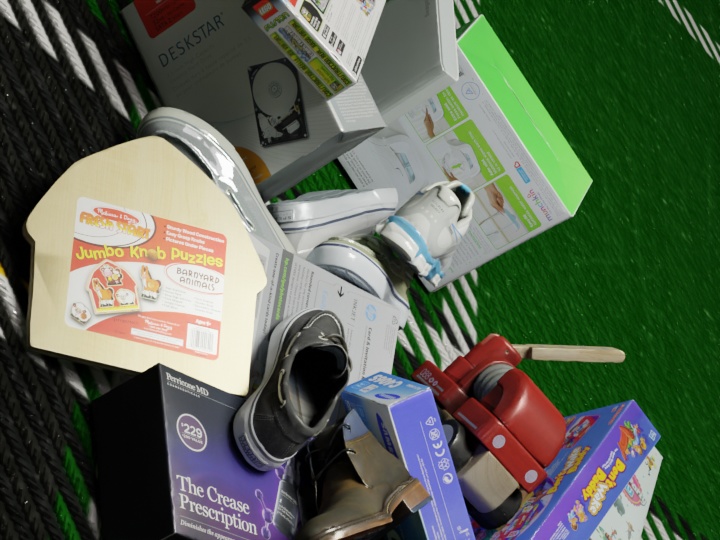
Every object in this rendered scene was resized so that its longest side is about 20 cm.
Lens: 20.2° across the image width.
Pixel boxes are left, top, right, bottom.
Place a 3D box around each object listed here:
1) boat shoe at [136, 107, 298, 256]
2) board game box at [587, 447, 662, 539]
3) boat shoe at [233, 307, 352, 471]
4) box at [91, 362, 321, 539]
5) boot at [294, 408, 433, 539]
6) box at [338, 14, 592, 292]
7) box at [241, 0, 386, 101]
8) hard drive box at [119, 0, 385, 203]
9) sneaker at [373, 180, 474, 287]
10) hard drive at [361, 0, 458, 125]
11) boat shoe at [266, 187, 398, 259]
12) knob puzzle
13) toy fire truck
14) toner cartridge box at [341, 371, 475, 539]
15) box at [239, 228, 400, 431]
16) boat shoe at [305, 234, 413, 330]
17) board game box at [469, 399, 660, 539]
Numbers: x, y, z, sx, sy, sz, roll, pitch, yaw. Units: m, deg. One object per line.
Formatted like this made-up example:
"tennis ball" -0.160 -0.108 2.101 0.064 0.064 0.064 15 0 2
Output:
"boat shoe" -0.118 -0.044 1.676 0.201 0.070 0.072 54 24 -18
"board game box" 0.183 0.230 1.821 0.064 0.147 0.200 50 32 -14
"boat shoe" -0.038 0.079 1.548 0.070 0.066 0.200 54 28 -10
"box" -0.100 0.171 1.511 0.200 0.079 0.141 27 41 -44
"boot" -0.021 0.163 1.506 0.097 0.075 0.200 55 19 9
"box" 0.090 -0.109 1.946 0.200 0.176 0.097 54 30 -9
"box" -0.030 -0.241 1.706 0.110 0.035 0.200 47 34 -21
"hard drive box" -0.094 -0.173 1.742 0.077 0.156 0.200 -12 74 -58
"sneaker" 0.068 -0.039 1.800 0.075 0.087 0.200 45 1 2
"hard drive" 0.002 -0.175 1.844 0.026 0.200 0.132 35 38 -36
"boat shoe" -0.028 -0.036 1.827 0.200 0.073 0.067 -13 101 -58
"knob puzzle" -0.166 -0.009 1.549 0.219 0.030 0.220 12 62 -25
"toy fire truck" 0.137 0.113 1.758 0.129 0.200 0.176 47 -3 -26
"toner cartridge box" 0.046 0.187 1.645 0.043 0.095 0.200 -22 104 -22
"box" -0.054 0.073 1.652 0.200 0.041 0.156 27 65 -42
"boat shoe" 0.000 0.000 1.771 0.200 0.072 0.062 49 52 -70
"board game box" 0.156 0.202 1.749 0.045 0.134 0.200 52 54 -13
